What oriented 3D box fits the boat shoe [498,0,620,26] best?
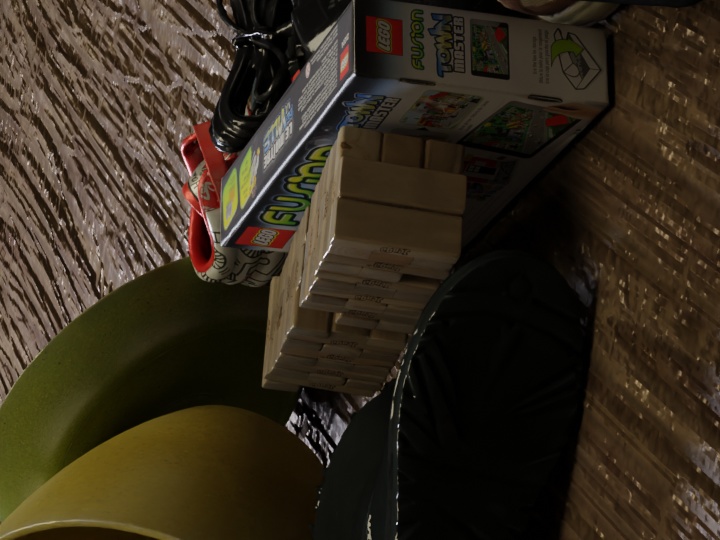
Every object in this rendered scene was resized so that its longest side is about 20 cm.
[{"bbox_3d":[0.086,-0.142,1.028,0.200,0.071,0.076,138,135,-65],"label":"boat shoe"}]

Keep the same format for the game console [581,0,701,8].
[{"bbox_3d":[0.064,-0.202,0.983,0.199,0.116,0.177,12,132,50],"label":"game console"}]

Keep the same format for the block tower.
[{"bbox_3d":[0.000,0.000,1.162,0.200,0.057,0.054,121,156,-68],"label":"block tower"}]

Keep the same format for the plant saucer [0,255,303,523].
[{"bbox_3d":[-0.101,0.075,1.393,0.031,0.199,0.201,50,137,32],"label":"plant saucer"}]

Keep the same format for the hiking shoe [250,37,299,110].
[{"bbox_3d":[-0.001,-0.138,1.346,0.087,0.074,0.201,-72,1,-60],"label":"hiking shoe"}]

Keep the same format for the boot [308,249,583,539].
[{"bbox_3d":[0.030,0.080,1.145,0.162,0.073,0.200,-139,59,-77],"label":"boot"}]

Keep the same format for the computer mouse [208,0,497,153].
[{"bbox_3d":[0.018,-0.134,1.205,0.199,0.053,0.139,-30,40,36],"label":"computer mouse"}]

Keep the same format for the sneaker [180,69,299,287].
[{"bbox_3d":[-0.021,-0.069,1.281,0.067,0.107,0.202,-111,31,-44],"label":"sneaker"}]

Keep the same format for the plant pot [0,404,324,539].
[{"bbox_3d":[-0.080,0.149,1.318,0.142,0.199,0.201,-64,-2,-47],"label":"plant pot"}]

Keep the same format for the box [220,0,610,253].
[{"bbox_3d":[0.018,-0.053,1.153,0.200,0.109,0.035,134,139,-63],"label":"box"}]
